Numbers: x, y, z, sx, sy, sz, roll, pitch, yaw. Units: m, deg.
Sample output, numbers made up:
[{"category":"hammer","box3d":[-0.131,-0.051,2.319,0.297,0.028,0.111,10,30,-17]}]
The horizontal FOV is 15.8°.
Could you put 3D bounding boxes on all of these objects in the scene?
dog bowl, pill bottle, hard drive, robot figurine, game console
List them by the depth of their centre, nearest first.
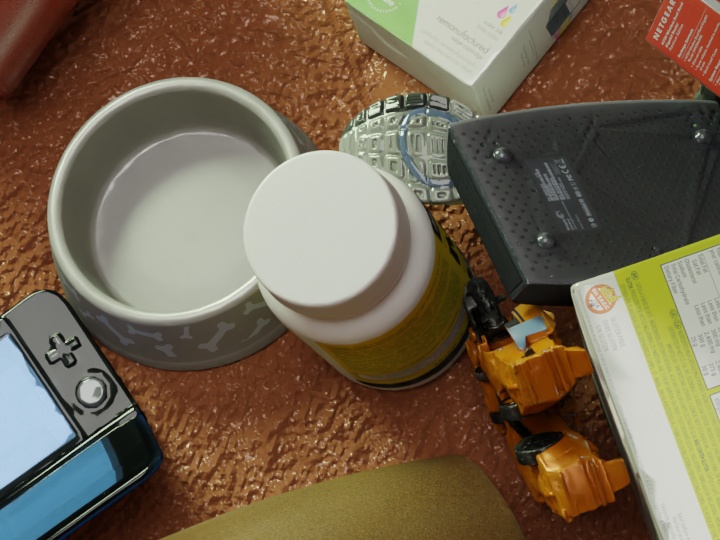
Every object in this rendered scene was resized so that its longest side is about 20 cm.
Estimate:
[{"category":"robot figurine","box3d":[0.107,0.077,1.558,0.058,0.200,0.146,-19,101,-2]},{"category":"hard drive","box3d":[0.154,-0.039,1.563,0.199,0.042,0.135,-7,55,-29]},{"category":"pill bottle","box3d":[0.000,0.000,1.603,0.114,0.200,0.115,-3,75,13]},{"category":"game console","box3d":[-0.240,0.120,1.653,0.200,0.118,0.171,-35,76,-4]},{"category":"dog bowl","box3d":[-0.117,-0.038,1.724,0.199,0.059,0.201,-4,68,9]}]

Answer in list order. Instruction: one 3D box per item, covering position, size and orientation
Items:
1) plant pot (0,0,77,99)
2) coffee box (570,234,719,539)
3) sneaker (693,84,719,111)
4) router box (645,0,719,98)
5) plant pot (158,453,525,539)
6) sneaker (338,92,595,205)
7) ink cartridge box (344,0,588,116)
[{"category":"plant pot","box3d":[-0.256,-0.235,1.767,0.200,0.201,0.196,29,86,20]},{"category":"coffee box","box3d":[0.254,0.098,1.519,0.197,0.200,0.201,-20,66,2]},{"category":"sneaker","box3d":[0.286,-0.065,1.633,0.200,0.091,0.067,36,75,22]},{"category":"router box","box3d":[0.306,-0.136,1.619,0.179,0.049,0.200,41,41,22]},{"category":"plant pot","box3d":[-0.003,0.198,1.561,0.199,0.187,0.187,-30,66,-17]},{"category":"sneaker","box3d":[0.085,-0.066,1.675,0.199,0.087,0.075,5,76,6]},{"category":"ink cartridge box","box3d":[0.098,-0.213,1.743,0.117,0.067,0.200,35,80,21]}]
